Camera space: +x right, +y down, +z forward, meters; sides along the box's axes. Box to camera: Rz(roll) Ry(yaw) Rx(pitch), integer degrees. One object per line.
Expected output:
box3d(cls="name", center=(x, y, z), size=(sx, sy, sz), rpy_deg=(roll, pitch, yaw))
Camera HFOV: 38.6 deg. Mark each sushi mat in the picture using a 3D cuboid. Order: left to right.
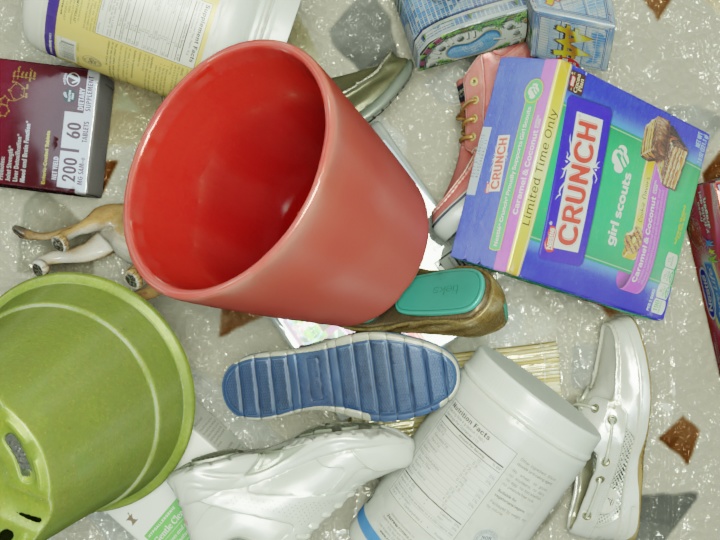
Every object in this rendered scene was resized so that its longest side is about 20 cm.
box3d(cls="sushi mat", center=(0.086, 0.123, 0.932), size=(0.198, 0.012, 0.097), rpy_deg=(-7, 91, -2))

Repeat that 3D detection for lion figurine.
box3d(cls="lion figurine", center=(-0.188, -0.023, 0.883), size=(0.199, 0.122, 0.073), rpy_deg=(27, 133, 21))

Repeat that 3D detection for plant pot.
box3d(cls="plant pot", center=(-0.241, 0.118, 0.744), size=(0.198, 0.190, 0.202), rpy_deg=(1, 101, 7))
box3d(cls="plant pot", center=(-0.050, -0.048, 0.790), size=(0.199, 0.177, 0.203), rpy_deg=(-15, 63, 32))

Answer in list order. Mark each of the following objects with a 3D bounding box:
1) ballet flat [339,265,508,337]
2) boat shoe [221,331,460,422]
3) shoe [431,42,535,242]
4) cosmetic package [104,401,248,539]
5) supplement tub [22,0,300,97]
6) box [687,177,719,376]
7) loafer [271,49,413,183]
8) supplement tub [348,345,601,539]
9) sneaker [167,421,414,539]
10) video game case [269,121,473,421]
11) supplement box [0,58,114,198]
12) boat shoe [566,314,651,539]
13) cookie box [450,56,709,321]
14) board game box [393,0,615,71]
box3d(cls="ballet flat", center=(0.038, 0.028, 0.859), size=(0.198, 0.072, 0.068), rpy_deg=(-1, 62, 36))
box3d(cls="boat shoe", center=(-0.013, 0.084, 0.862), size=(0.198, 0.072, 0.073), rpy_deg=(-2, 94, 12))
box3d(cls="shoe", center=(0.108, -0.123, 0.899), size=(0.091, 0.071, 0.200), rpy_deg=(41, 78, 1))
box3d(cls="cosmetic package", center=(-0.184, 0.155, 0.890), size=(0.200, 0.085, 0.108), rpy_deg=(40, 92, -2))
box3d(cls="supplement tub", center=(-0.154, -0.217, 0.832), size=(0.198, 0.145, 0.147), rpy_deg=(18, 90, -9))
box3d(cls="box", center=(0.359, 0.012, 0.897), size=(0.099, 0.095, 0.202), rpy_deg=(-14, 91, -1))
box3d(cls="loafer", center=(-0.043, -0.136, 0.897), size=(0.199, 0.075, 0.070), rpy_deg=(-35, 95, -1))
box3d(cls="supplement tub", center=(0.093, 0.180, 0.863), size=(0.131, 0.132, 0.201), rpy_deg=(35, 96, -1))
box3d(cls="sneaker", center=(-0.048, 0.181, 0.826), size=(0.198, 0.078, 0.100), rpy_deg=(-13, 89, -3))
box3d(cls="video game case", center=(0.000, 0.000, 0.919), size=(0.182, 0.023, 0.201), rpy_deg=(-35, 87, -1))
box3d(cls="supplement box", center=(-0.324, -0.129, 0.897), size=(0.198, 0.061, 0.110), rpy_deg=(6, 90, -1))
box3d(cls="boat shoe", center=(0.211, 0.140, 0.906), size=(0.068, 0.071, 0.202), rpy_deg=(2, 91, -3))
box3d(cls="cookie box", center=(0.186, -0.063, 0.856), size=(0.199, 0.075, 0.173), rpy_deg=(15, 89, -36))
box3d(cls="board game box", center=(0.128, -0.250, 0.868), size=(0.198, 0.062, 0.202), rpy_deg=(-16, 63, -1))
